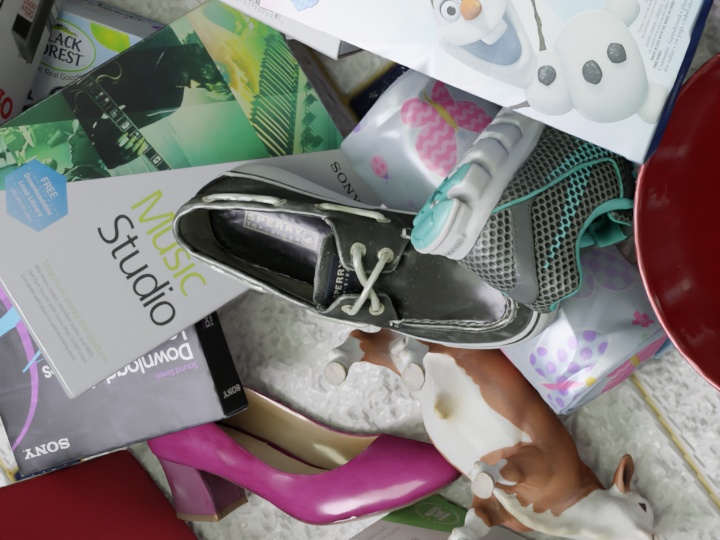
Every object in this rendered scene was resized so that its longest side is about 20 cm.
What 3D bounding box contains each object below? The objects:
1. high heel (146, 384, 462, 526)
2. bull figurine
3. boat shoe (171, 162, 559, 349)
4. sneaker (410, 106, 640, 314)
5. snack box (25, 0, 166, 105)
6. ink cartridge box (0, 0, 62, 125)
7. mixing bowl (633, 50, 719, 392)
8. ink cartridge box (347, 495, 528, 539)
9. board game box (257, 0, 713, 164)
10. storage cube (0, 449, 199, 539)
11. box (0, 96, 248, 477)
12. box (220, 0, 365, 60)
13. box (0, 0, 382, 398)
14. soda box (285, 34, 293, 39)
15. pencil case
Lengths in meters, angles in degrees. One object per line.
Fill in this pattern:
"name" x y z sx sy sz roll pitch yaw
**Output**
"high heel" -0.039 0.089 1.355 0.199 0.067 0.096 -7 105 29
"bull figurine" 0.070 0.089 1.282 0.200 0.121 0.065 50 120 15
"boat shoe" 0.000 0.000 1.224 0.199 0.064 0.071 15 112 21
"sneaker" 0.105 -0.054 1.205 0.091 0.200 0.078 40 146 -2
"snack box" -0.169 -0.084 1.393 0.200 0.053 0.143 20 107 20
"ink cartridge box" -0.215 -0.184 1.299 0.083 0.147 0.201 13 75 20
"mixing bowl" 0.244 -0.029 1.174 0.200 0.108 0.201 6 104 25
"ink cartridge box" 0.088 0.198 1.289 0.200 0.117 0.068 23 111 20
"board game box" 0.075 -0.178 1.104 0.199 0.043 0.200 23 110 11
"storage cube" -0.175 0.233 1.383 0.180 0.200 0.171 50 117 15
"box" -0.159 0.004 1.358 0.143 0.036 0.201 -18 95 25
"box" -0.035 -0.227 1.182 0.156 0.041 0.200 27 113 16
"box" -0.108 -0.044 1.296 0.200 0.036 0.145 -33 97 -10
"soda box" 0.040 -0.158 1.230 0.200 0.063 0.068 3 105 50
"pencil case" 0.078 -0.021 1.269 0.200 0.091 0.083 52 135 9
